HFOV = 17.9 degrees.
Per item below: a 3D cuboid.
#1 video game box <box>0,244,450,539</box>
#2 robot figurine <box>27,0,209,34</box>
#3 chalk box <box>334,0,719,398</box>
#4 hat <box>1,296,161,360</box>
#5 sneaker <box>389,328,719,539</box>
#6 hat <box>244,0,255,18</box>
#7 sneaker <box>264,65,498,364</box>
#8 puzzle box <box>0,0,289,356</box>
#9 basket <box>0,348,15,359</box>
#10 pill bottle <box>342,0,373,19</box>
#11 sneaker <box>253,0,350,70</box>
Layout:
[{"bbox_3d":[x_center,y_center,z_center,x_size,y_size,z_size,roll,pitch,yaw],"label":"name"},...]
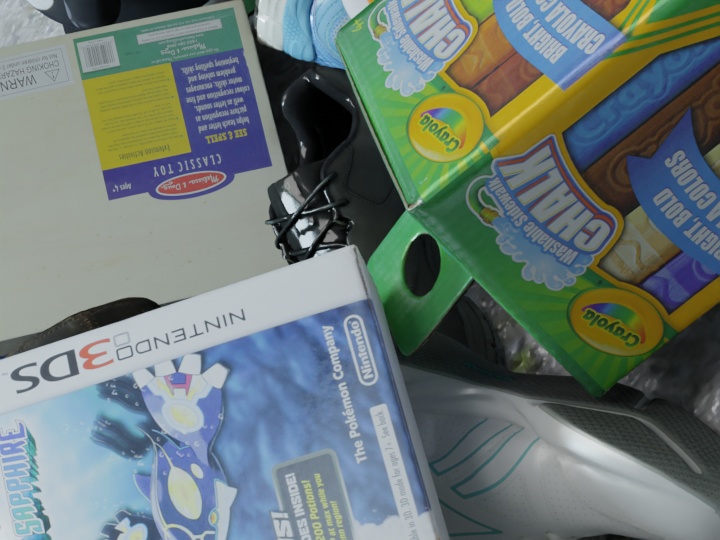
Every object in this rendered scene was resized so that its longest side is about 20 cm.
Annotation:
[{"bbox_3d":[-0.059,0.109,0.790,0.181,0.047,0.201,-19,64,5],"label":"video game box"},{"bbox_3d":[-0.121,-0.200,1.132,0.124,0.201,0.150,-27,51,-18],"label":"robot figurine"},{"bbox_3d":[0.077,-0.053,0.823,0.200,0.124,0.125,-38,37,10],"label":"chalk box"},{"bbox_3d":[-0.110,0.067,0.955,0.201,0.200,0.081,-48,64,21],"label":"hat"},{"bbox_3d":[0.057,0.076,0.851,0.199,0.070,0.081,15,102,36],"label":"sneaker"},{"bbox_3d":[-0.065,-0.012,1.113,0.165,0.176,0.200,-35,5,42],"label":"hat"},{"bbox_3d":[0.000,0.000,0.961,0.076,0.090,0.201,-35,46,31],"label":"sneaker"},{"bbox_3d":[-0.131,-0.036,1.000,0.025,0.198,0.134,103,154,-71],"label":"puzzle box"},{"bbox_3d":[-0.195,0.070,1.066,0.138,0.176,0.201,-22,82,-1],"label":"basket"},{"bbox_3d":[0.091,-0.155,0.918,0.200,0.113,0.113,-46,39,23],"label":"pill bottle"},{"bbox_3d":[0.035,-0.166,1.044,0.201,0.090,0.078,-57,-6,-13],"label":"sneaker"}]
